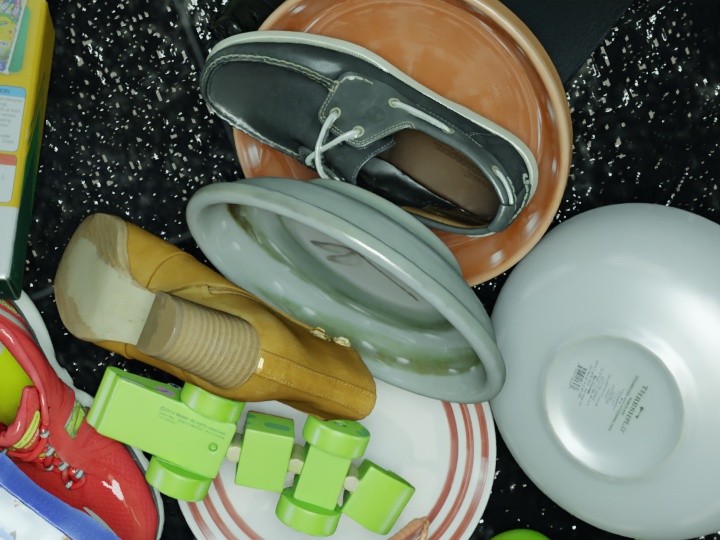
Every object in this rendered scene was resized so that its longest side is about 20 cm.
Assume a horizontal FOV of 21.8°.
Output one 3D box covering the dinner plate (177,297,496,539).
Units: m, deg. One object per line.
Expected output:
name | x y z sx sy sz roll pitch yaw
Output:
dinner plate | -0.017 0.109 1.143 0.199 0.024 0.201 0 101 0

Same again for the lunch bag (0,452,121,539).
lunch bag | -0.201 0.200 1.072 0.170 0.124 0.200 37 130 -9

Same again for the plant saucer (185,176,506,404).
plant saucer | 0.000 0.000 1.028 0.200 0.200 0.050 34 72 -6

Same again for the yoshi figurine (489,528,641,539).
yoshi figurine | 0.150 0.200 1.141 0.199 0.113 0.112 17 141 -17

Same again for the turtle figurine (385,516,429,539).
turtle figurine | -0.042 0.228 1.105 0.200 0.064 0.162 -32 139 -28

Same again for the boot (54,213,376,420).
boot | -0.085 0.035 1.076 0.144 0.201 0.071 24 94 -33

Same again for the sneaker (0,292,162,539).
sneaker | -0.194 0.097 1.100 0.077 0.085 0.200 -35 99 7

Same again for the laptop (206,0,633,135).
laptop | 0.045 -0.164 1.099 0.177 0.103 0.200 42 123 -7

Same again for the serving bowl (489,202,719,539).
serving bowl | 0.154 0.066 1.055 0.199 0.066 0.201 9 110 27

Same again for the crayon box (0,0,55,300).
crayon box | -0.245 -0.089 1.062 0.125 0.052 0.201 5 74 -1

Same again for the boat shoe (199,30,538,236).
boat shoe | -0.001 -0.075 1.026 0.199 0.068 0.072 24 121 8

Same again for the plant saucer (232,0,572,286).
plant saucer | 0.024 -0.081 1.072 0.199 0.032 0.201 8 120 15

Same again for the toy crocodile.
toy crocodile | -0.061 0.104 1.093 0.199 0.062 0.068 18 101 -8
